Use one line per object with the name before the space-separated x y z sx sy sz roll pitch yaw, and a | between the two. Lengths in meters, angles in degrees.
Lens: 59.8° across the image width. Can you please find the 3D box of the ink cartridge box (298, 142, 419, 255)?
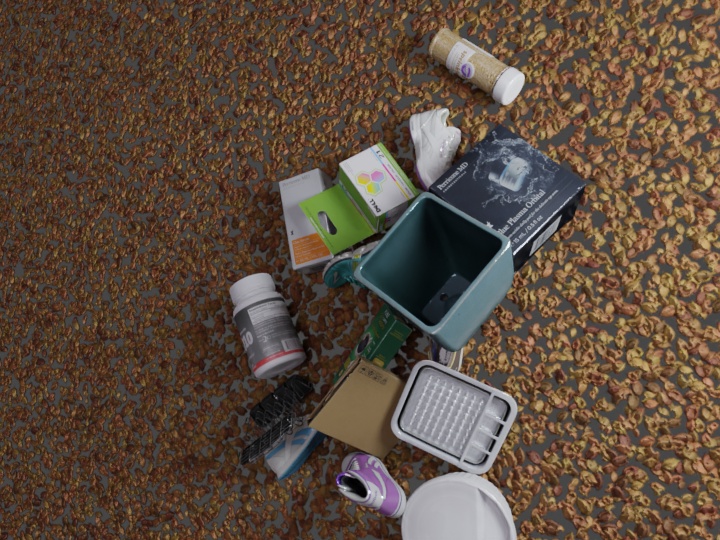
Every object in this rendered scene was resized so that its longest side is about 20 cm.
ink cartridge box | -0.006 -0.143 1.259 0.199 0.076 0.148 -29 69 -16

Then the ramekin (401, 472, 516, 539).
ramekin | 0.181 0.457 1.117 0.201 0.094 0.204 0 89 22

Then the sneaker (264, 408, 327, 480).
sneaker | -0.123 0.333 1.285 0.081 0.076 0.200 44 98 24

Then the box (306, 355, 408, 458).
box | 0.021 0.263 1.180 0.164 0.200 0.021 -51 33 9

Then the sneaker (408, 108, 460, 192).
sneaker | 0.157 -0.233 1.250 0.099 0.075 0.201 -15 77 21

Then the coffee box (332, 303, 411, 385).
coffee box | 0.020 0.168 1.225 0.044 0.123 0.201 33 95 -13

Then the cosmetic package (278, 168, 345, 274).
cosmetic package | -0.102 -0.103 1.342 0.101 0.071 0.201 -16 76 20

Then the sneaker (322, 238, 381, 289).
sneaker | 0.000 0.000 1.259 0.199 0.077 0.080 -24 66 38

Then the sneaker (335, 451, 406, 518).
sneaker | -0.007 0.380 1.167 0.200 0.114 0.073 12 77 62

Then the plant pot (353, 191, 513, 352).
plant pot | 0.145 0.025 1.090 0.197 0.200 0.196 -48 54 -7

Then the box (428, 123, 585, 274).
box | 0.257 -0.122 1.133 0.197 0.118 0.200 -42 67 -15

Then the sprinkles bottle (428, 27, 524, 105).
sprinkles bottle | 0.229 -0.408 1.250 0.200 0.068 0.068 41 98 23

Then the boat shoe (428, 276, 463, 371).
boat shoe | 0.166 0.104 1.204 0.071 0.059 0.201 3 83 24

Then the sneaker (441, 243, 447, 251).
sneaker | 0.137 -0.047 1.239 0.200 0.079 0.096 -42 57 10

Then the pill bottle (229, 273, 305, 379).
pill bottle | -0.202 0.116 1.328 0.114 0.114 0.201 -29 72 16

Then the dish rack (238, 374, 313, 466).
dish rack | -0.169 0.303 1.247 0.153 0.200 0.055 -41 108 13

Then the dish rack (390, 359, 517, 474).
dish rack | 0.170 0.263 1.154 0.199 0.044 0.172 23 108 8
